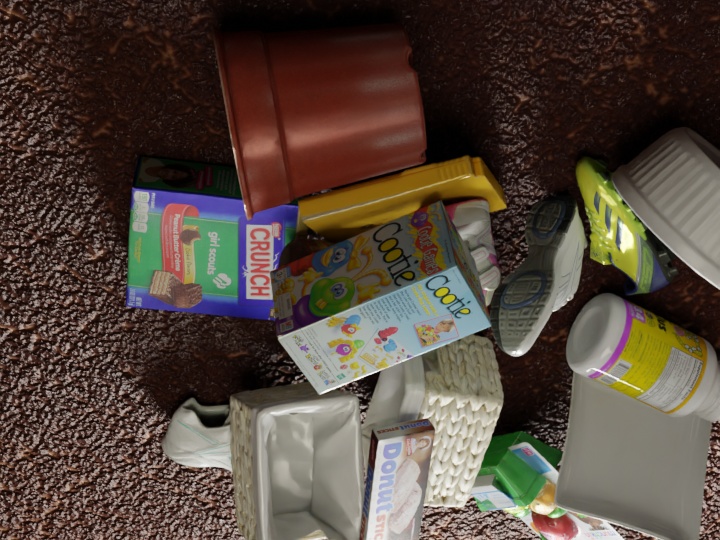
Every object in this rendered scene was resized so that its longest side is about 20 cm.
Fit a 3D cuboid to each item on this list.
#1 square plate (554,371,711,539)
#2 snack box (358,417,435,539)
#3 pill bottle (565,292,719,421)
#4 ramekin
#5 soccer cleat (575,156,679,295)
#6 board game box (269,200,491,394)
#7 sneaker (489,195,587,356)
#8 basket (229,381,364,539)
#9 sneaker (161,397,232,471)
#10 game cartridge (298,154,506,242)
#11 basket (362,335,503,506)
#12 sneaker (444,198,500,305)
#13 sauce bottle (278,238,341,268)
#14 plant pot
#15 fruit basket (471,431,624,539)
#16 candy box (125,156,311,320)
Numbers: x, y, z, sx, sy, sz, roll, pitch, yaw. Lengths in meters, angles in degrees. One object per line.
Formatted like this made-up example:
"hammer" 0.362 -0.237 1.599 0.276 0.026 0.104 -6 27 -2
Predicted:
"square plate" 0.334 0.223 1.885 0.198 0.200 0.028 19 154 -14
"snack box" 0.041 0.258 1.800 0.072 0.024 0.200 -9 129 -19
"pill bottle" 0.353 0.110 1.838 0.200 0.104 0.104 25 123 -19
"ramekin" 0.374 -0.068 1.652 0.202 0.202 0.094 33 110 -23
"soccer cleat" 0.287 -0.044 1.745 0.084 0.065 0.200 -27 123 21
"board game box" 0.020 0.029 1.607 0.200 0.103 0.105 -22 133 12
"sneaker" 0.211 0.014 1.721 0.074 0.200 0.087 6 149 41
"basket" -0.080 0.240 1.870 0.135 0.123 0.200 -7 103 -23
"sneaker" -0.147 0.217 1.941 0.200 0.070 0.080 13 121 -11
"game cartridge" 0.050 -0.073 1.682 0.200 0.032 0.176 -16 166 11
"basket" 0.085 0.178 1.863 0.123 0.136 0.200 8 126 -12
"sneaker" 0.118 -0.014 1.705 0.081 0.088 0.200 -15 156 11
"sauce bottle" 0.000 0.000 1.735 0.200 0.066 0.066 2 136 -44
"plant pot" -0.039 -0.166 1.584 0.195 0.201 0.201 -10 127 -3
"fruit basket" 0.225 0.297 1.938 0.200 0.094 0.185 50 154 -8
"candy box" -0.161 -0.033 1.745 0.200 0.077 0.169 5 126 -6
